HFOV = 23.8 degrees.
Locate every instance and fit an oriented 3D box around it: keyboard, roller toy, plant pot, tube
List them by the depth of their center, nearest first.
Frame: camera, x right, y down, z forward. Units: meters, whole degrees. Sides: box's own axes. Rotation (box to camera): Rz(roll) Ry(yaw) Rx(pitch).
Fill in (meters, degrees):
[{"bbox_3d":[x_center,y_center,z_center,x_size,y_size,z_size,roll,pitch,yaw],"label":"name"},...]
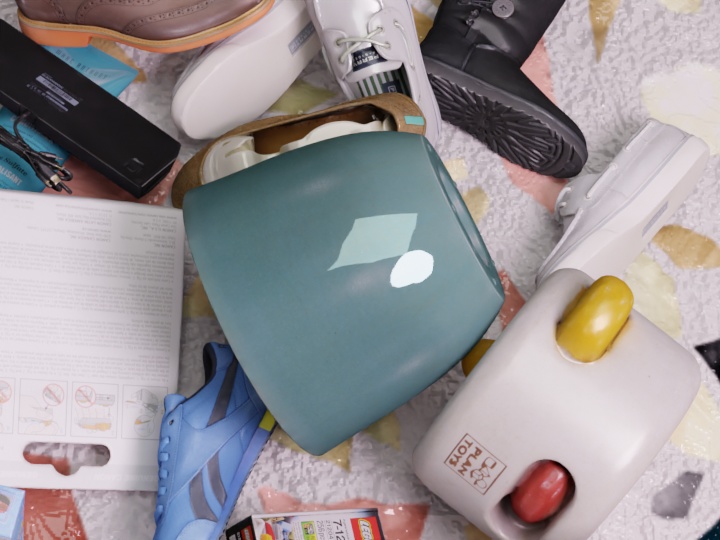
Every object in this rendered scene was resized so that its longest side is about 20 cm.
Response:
[{"bbox_3d":[0.000,0.000,1.143,0.161,0.201,0.201,-26,72,9],"label":"plant pot"},{"bbox_3d":[0.128,0.096,1.164,0.140,0.200,0.183,38,84,6],"label":"roller toy"},{"bbox_3d":[-0.232,-0.113,1.222,0.200,0.021,0.127,34,36,6],"label":"keyboard"},{"bbox_3d":[-0.242,-0.094,1.251,0.077,0.050,0.200,31,58,-6],"label":"tube"}]

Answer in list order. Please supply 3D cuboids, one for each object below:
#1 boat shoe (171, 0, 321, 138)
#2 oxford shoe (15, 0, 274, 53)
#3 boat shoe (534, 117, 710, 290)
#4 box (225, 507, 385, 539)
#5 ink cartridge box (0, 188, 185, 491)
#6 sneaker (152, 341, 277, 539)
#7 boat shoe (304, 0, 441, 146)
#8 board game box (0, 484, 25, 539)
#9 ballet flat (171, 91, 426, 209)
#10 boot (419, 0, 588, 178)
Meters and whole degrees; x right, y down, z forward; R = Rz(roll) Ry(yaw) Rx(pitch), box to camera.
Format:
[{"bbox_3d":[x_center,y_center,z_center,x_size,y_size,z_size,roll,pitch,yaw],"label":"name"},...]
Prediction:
[{"bbox_3d":[-0.082,-0.182,1.305,0.068,0.072,0.200,29,70,32],"label":"boat shoe"},{"bbox_3d":[-0.163,-0.207,1.251,0.199,0.073,0.071,-2,43,9],"label":"oxford shoe"},{"bbox_3d":[0.188,-0.047,1.309,0.068,0.072,0.200,35,67,22],"label":"boat shoe"},{"bbox_3d":[-0.016,0.258,1.125,0.110,0.035,0.200,2,64,-39],"label":"box"},{"bbox_3d":[-0.206,0.048,1.180,0.162,0.057,0.201,6,86,-28],"label":"ink cartridge box"},{"bbox_3d":[-0.116,0.138,1.159,0.078,0.066,0.200,29,59,-7],"label":"sneaker"},{"bbox_3d":[0.011,-0.163,1.259,0.073,0.200,0.067,-22,26,17],"label":"boat shoe"},{"bbox_3d":[-0.311,0.148,1.070,0.200,0.151,0.037,13,66,-6],"label":"board game box"},{"bbox_3d":[-0.051,-0.081,1.225,0.200,0.072,0.068,-14,89,10],"label":"ballet flat"},{"bbox_3d":[0.141,-0.189,1.365,0.165,0.066,0.200,30,60,0],"label":"boot"}]
